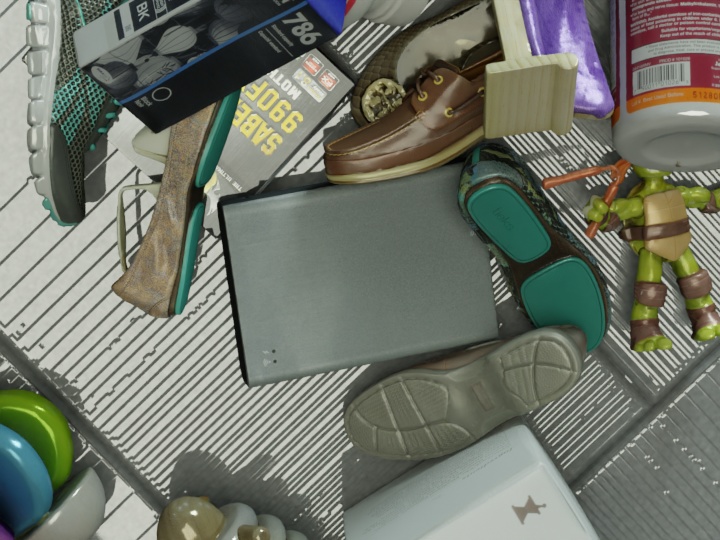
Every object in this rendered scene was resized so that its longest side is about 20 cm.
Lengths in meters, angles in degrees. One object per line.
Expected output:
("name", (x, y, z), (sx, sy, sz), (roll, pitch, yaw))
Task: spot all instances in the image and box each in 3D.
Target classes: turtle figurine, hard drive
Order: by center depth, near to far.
("turtle figurine", (0.219, -0.023, 1.590), (0.199, 0.064, 0.163), (-11, 95, -31))
("hard drive", (0.000, 0.000, 1.590), (0.199, 0.033, 0.141), (-11, 104, -12))

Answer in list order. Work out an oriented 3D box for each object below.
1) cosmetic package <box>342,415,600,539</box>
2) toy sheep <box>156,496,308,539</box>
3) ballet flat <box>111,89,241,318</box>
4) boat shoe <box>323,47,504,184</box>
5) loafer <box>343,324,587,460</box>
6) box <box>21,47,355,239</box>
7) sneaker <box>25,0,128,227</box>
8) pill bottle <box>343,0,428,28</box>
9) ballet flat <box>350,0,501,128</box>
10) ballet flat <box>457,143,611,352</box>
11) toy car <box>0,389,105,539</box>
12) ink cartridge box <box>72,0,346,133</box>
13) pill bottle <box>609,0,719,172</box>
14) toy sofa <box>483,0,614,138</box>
("cosmetic package", (0.097, 0.227, 1.565), (0.164, 0.200, 0.165), (-32, 97, 3))
("toy sheep", (-0.082, 0.249, 1.600), (0.138, 0.138, 0.200), (-36, 103, 4))
("ballet flat", (-0.140, -0.065, 1.540), (0.067, 0.068, 0.201), (16, 97, 4))
("boat shoe", (0.061, -0.121, 1.548), (0.199, 0.072, 0.068), (-22, 110, -7))
("loafer", (0.084, 0.091, 1.611), (0.199, 0.063, 0.072), (-21, 97, 24))
("box", (-0.127, -0.150, 1.583), (0.200, 0.048, 0.158), (43, 95, -6))
("sneaker", (-0.195, -0.131, 1.525), (0.090, 0.078, 0.202), (1, 100, -5))
("pill bottle", (-0.047, -0.234, 1.515), (0.199, 0.111, 0.112), (9, 99, -31))
("ballet flat", (0.078, -0.168, 1.586), (0.199, 0.046, 0.068), (-33, 97, 3))
("ballet flat", (0.133, -0.021, 1.591), (0.074, 0.074, 0.200), (-31, 129, 3))
("toy car", (-0.299, 0.177, 1.573), (0.200, 0.150, 0.175), (-43, 96, 5))
("ink cartridge box", (-0.089, -0.172, 1.454), (0.199, 0.039, 0.099), (-28, 143, 17))
("pill bottle", (0.234, -0.181, 1.527), (0.109, 0.110, 0.202), (2, 72, -2))
("toy sofa", (0.119, -0.198, 1.500), (0.097, 0.083, 0.201), (-7, 59, -2))
